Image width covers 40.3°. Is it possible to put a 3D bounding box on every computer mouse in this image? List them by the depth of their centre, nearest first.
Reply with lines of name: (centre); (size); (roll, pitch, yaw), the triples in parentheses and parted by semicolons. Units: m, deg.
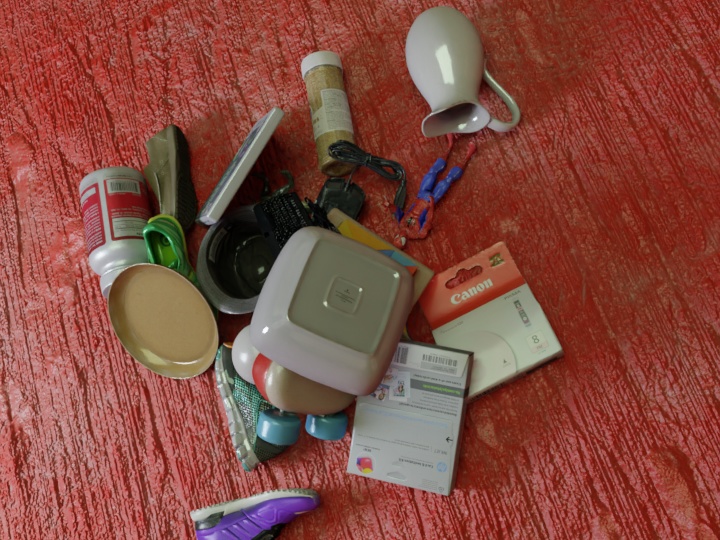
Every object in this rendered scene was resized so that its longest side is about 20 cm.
computer mouse: (-0.008, -0.093, 1.536); (0.140, 0.046, 0.201); (15, 94, -8)

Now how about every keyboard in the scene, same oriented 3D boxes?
keyboard: (-0.095, -0.075, 1.435); (0.103, 0.040, 0.200); (-17, 34, -10)

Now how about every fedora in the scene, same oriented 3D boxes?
fedora: (-0.160, -0.005, 1.528); (0.177, 0.090, 0.200); (-41, 57, -2)

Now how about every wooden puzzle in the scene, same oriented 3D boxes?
wooden puzzle: (0.000, 0.000, 1.420); (0.184, 0.037, 0.200); (33, 41, 5)

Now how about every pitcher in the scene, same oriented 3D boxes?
pitcher: (0.159, -0.304, 1.529); (0.171, 0.121, 0.201); (4, 61, -24)

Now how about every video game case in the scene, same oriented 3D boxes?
video game case: (-0.195, -0.161, 1.555); (0.023, 0.182, 0.201); (32, 82, -13)

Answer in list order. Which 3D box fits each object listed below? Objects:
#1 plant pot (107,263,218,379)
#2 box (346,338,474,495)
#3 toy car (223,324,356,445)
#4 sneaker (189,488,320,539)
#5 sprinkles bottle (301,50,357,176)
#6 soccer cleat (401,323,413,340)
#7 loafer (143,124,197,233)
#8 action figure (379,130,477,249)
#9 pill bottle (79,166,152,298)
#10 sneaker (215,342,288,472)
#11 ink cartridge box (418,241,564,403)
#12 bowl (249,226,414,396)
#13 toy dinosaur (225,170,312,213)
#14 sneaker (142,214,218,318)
plant pot: (-0.302, 0.075, 1.522); (0.199, 0.027, 0.201); (11, 120, 19)
box: (0.070, 0.201, 1.385); (0.155, 0.041, 0.201); (9, 94, 18)
toy car: (-0.111, 0.130, 1.440); (0.199, 0.176, 0.186); (22, 103, 44)
sneaker: (-0.145, 0.375, 1.417); (0.199, 0.070, 0.100); (-16, 75, 15)
sprinkles bottle: (-0.049, -0.255, 1.591); (0.068, 0.068, 0.201); (-15, 69, 11)
soccer cleat: (0.030, 0.055, 1.475); (0.083, 0.065, 0.201); (-21, 66, -10)
loafer: (-0.320, -0.147, 1.637); (0.067, 0.076, 0.201); (-15, 62, 15)
action figure: (0.100, -0.126, 1.492); (0.065, 0.099, 0.201); (28, 84, 23)
pill bottle: (-0.393, -0.059, 1.604); (0.112, 0.112, 0.201); (-18, 68, 10)
sneaker: (-0.162, 0.199, 1.483); (0.091, 0.078, 0.201); (-17, 71, -7)
ink cartridge box: (0.179, 0.070, 1.428); (0.162, 0.057, 0.201); (-28, 71, 7)
bowl: (-0.030, 0.044, 1.299); (0.199, 0.075, 0.201); (24, 66, -5)
toy dinosaur: (-0.138, -0.116, 1.581); (0.199, 0.047, 0.089); (-5, 97, 11)
sneaker: (-0.293, 0.011, 1.546); (0.074, 0.084, 0.201); (-25, 94, 18)
